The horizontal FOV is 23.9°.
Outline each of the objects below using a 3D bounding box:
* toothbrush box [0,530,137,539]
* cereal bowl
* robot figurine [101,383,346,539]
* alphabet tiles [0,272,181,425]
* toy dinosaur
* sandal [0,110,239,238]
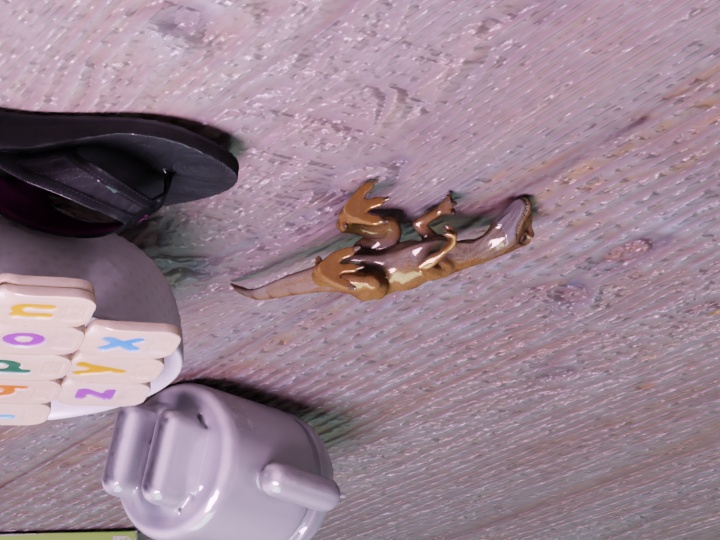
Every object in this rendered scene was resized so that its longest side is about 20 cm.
[{"bbox_3d":[-0.313,0.308,1.630,0.199,0.087,0.146,-2,158,-8],"label":"toothbrush box"},{"bbox_3d":[-0.197,0.017,0.931,0.199,0.084,0.200,-4,157,-1],"label":"cereal bowl"},{"bbox_3d":[-0.096,0.149,1.236,0.169,0.114,0.200,9,170,38],"label":"robot figurine"},{"bbox_3d":[-0.196,0.042,0.864,0.195,0.015,0.200,3,157,-17],"label":"alphabet tiles"},{"bbox_3d":[0.000,0.000,0.958,0.199,0.061,0.106,-10,159,16],"label":"toy dinosaur"},{"bbox_3d":[-0.159,-0.043,0.834,0.199,0.048,0.075,4,157,-19],"label":"sandal"}]
